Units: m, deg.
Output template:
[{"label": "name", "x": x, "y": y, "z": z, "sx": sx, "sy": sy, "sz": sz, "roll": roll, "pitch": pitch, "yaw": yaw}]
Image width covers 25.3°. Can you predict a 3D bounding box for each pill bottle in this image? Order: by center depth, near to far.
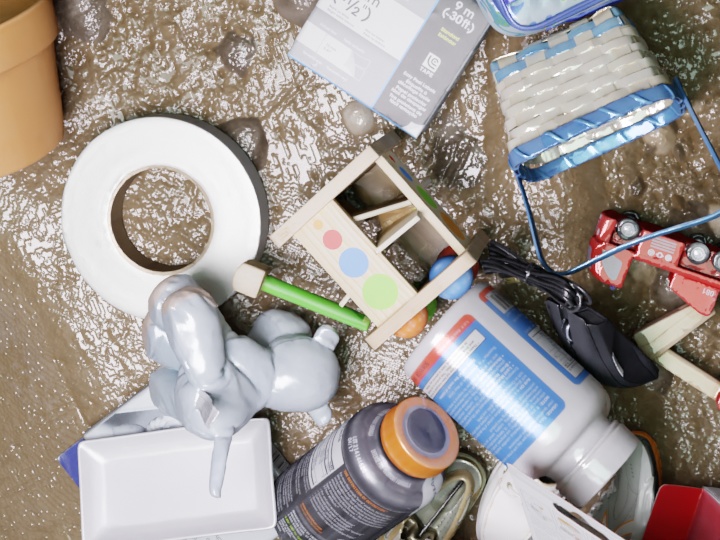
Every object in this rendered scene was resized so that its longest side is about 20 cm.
[{"label": "pill bottle", "x": 0.145, "y": 0.114, "z": 1.418, "sx": 0.200, "sy": 0.112, "sz": 0.112, "roll": 43, "pitch": 106, "yaw": 9}, {"label": "pill bottle", "x": 0.007, "y": 0.190, "z": 1.479, "sx": 0.106, "sy": 0.106, "sz": 0.200, "roll": 47, "pitch": 134, "yaw": -1}]

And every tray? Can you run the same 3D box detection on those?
[{"label": "tray", "x": -0.175, "y": 0.206, "z": 1.543, "sx": 0.200, "sy": 0.022, "sz": 0.108, "roll": -9, "pitch": 75, "yaw": 14}]

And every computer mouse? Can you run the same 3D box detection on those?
[{"label": "computer mouse", "x": 0.180, "y": 0.047, "z": 1.444, "sx": 0.140, "sy": 0.200, "sz": 0.046, "roll": 32, "pitch": 83, "yaw": 42}]

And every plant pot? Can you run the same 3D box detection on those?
[{"label": "plant pot", "x": -0.362, "y": -0.168, "z": 1.487, "sx": 0.200, "sy": 0.200, "sz": 0.140, "roll": -10, "pitch": 116, "yaw": 13}]

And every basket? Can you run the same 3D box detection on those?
[{"label": "basket", "x": 0.212, "y": -0.114, "z": 1.394, "sx": 0.176, "sy": 0.139, "sz": 0.200, "roll": -21, "pitch": 77, "yaw": 16}]

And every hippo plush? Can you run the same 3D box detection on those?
[{"label": "hippo plush", "x": -0.100, "y": 0.077, "z": 1.474, "sx": 0.161, "sy": 0.200, "sz": 0.160, "roll": -12, "pitch": 117, "yaw": -22}]

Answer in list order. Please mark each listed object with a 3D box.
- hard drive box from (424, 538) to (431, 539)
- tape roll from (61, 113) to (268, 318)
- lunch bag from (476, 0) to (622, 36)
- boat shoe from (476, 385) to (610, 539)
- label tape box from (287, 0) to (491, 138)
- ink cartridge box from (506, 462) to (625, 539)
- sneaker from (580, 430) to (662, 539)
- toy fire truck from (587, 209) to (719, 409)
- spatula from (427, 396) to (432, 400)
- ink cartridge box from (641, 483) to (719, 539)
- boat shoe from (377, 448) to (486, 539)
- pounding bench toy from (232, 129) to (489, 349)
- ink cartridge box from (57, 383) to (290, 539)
[{"label": "hard drive box", "x": 0.102, "y": 0.356, "z": 1.496, "sx": 0.156, "sy": 0.077, "sz": 0.200, "roll": 21, "pitch": 139, "yaw": 5}, {"label": "tape roll", "x": -0.189, "y": -0.050, "z": 1.544, "sx": 0.202, "sy": 0.037, "sz": 0.203, "roll": 2, "pitch": 102, "yaw": 11}, {"label": "lunch bag", "x": 0.182, "y": -0.298, "z": 1.378, "sx": 0.200, "sy": 0.082, "sz": 0.161, "roll": -24, "pitch": 93, "yaw": -4}, {"label": "boat shoe", "x": 0.165, "y": 0.191, "z": 1.506, "sx": 0.071, "sy": 0.069, "sz": 0.200, "roll": 29, "pitch": 105, "yaw": 5}, {"label": "label tape box", "x": 0.047, "y": -0.242, "z": 1.446, "sx": 0.143, "sy": 0.066, "sz": 0.200, "roll": 33, "pitch": 107, "yaw": 3}, {"label": "ink cartridge box", "x": 0.215, "y": 0.243, "z": 1.372, "sx": 0.162, "sy": 0.057, "sz": 0.200, "roll": 31, "pitch": 152, "yaw": 37}, {"label": "sneaker", "x": 0.230, "y": 0.245, "z": 1.506, "sx": 0.092, "sy": 0.076, "sz": 0.200, "roll": 9, "pitch": 101, "yaw": 15}, {"label": "toy fire truck", "x": 0.293, "y": 0.038, "z": 1.462, "sx": 0.200, "sy": 0.049, "sz": 0.141, "roll": 19, "pitch": 104, "yaw": 7}, {"label": "spatula", "x": 0.082, "y": 0.110, "z": 1.531, "sx": 0.056, "sy": 0.021, "sz": 0.200, "roll": 38, "pitch": 103, "yaw": -11}, {"label": "ink cartridge box", "x": 0.336, "y": 0.306, "z": 1.456, "sx": 0.175, "sy": 0.084, "sz": 0.200, "roll": 9, "pitch": 105, "yaw": -18}, {"label": "boat shoe", "x": 0.049, "y": 0.262, "z": 1.539, "sx": 0.072, "sy": 0.076, "sz": 0.200, "roll": 29, "pitch": 106, "yaw": 2}, {"label": "pounding bench toy", "x": 0.000, "y": 0.000, "z": 1.472, "sx": 0.200, "sy": 0.124, "sz": 0.156, "roll": -41, "pitch": 91, "yaw": 15}, {"label": "ink cartridge box", "x": -0.179, "y": 0.212, "z": 1.592, "sx": 0.200, "sy": 0.041, "sz": 0.200, "roll": -38, "pitch": 92, "yaw": 15}]
